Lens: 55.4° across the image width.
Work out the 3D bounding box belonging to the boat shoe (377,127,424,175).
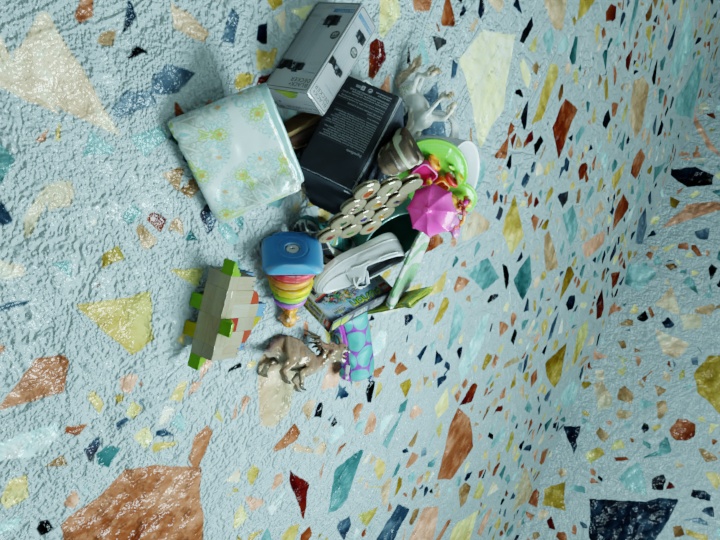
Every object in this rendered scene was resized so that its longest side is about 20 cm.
[{"bbox_3d":[0.064,-0.209,1.233,0.075,0.074,0.202,58,14,-4],"label":"boat shoe"}]

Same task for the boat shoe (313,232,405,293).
[{"bbox_3d":[0.000,0.000,1.384,0.198,0.069,0.072,-26,148,-12],"label":"boat shoe"}]

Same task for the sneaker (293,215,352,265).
[{"bbox_3d":[-0.073,-0.067,1.394,0.200,0.076,0.081,42,57,-58],"label":"sneaker"}]

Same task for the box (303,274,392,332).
[{"bbox_3d":[-0.030,0.048,1.448,0.199,0.110,0.035,-26,151,-44],"label":"box"}]

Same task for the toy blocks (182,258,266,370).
[{"bbox_3d":[-0.229,0.077,1.240,0.136,0.099,0.203,2,105,-64],"label":"toy blocks"}]

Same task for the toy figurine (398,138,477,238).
[{"bbox_3d":[0.154,-0.127,1.329,0.200,0.149,0.185,42,32,-26],"label":"toy figurine"}]

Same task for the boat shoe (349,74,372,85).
[{"bbox_3d":[0.038,-0.327,1.398,0.202,0.085,0.075,43,71,-50],"label":"boat shoe"}]

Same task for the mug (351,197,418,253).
[{"bbox_3d":[0.037,-0.096,1.463,0.151,0.115,0.185,6,133,-46],"label":"mug"}]

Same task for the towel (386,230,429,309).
[{"bbox_3d":[0.115,-0.025,1.444,0.202,0.023,0.152,-66,170,23],"label":"towel"}]

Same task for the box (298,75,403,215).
[{"bbox_3d":[-0.012,-0.218,1.295,0.200,0.123,0.199,74,41,-74],"label":"box"}]

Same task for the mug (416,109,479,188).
[{"bbox_3d":[0.155,-0.249,1.504,0.147,0.174,0.203,-6,109,-53],"label":"mug"}]

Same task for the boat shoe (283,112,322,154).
[{"bbox_3d":[-0.132,-0.230,1.236,0.199,0.070,0.071,-31,128,-41],"label":"boat shoe"}]

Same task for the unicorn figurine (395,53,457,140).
[{"bbox_3d":[0.128,-0.345,1.450,0.074,0.136,0.202,28,39,-53],"label":"unicorn figurine"}]

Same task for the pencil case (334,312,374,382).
[{"bbox_3d":[-0.019,0.154,1.531,0.093,0.084,0.203,-49,139,-48],"label":"pencil case"}]

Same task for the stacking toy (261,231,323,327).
[{"bbox_3d":[-0.135,0.034,1.332,0.114,0.111,0.202,0,130,-8],"label":"stacking toy"}]

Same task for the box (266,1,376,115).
[{"bbox_3d":[-0.070,-0.378,1.215,0.202,0.116,0.060,-60,141,-13],"label":"box"}]

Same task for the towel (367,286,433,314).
[{"bbox_3d":[0.069,0.072,1.526,0.086,0.199,0.018,-30,100,-40],"label":"towel"}]

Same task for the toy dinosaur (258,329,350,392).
[{"bbox_3d":[-0.129,0.170,1.407,0.199,0.085,0.137,30,70,-36],"label":"toy dinosaur"}]

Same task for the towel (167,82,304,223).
[{"bbox_3d":[-0.197,-0.188,1.129,0.169,0.048,0.202,-25,129,-6],"label":"towel"}]

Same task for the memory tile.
[{"bbox_3d":[0.015,-0.111,1.260,0.152,0.017,0.200,-14,160,-37],"label":"memory tile"}]
